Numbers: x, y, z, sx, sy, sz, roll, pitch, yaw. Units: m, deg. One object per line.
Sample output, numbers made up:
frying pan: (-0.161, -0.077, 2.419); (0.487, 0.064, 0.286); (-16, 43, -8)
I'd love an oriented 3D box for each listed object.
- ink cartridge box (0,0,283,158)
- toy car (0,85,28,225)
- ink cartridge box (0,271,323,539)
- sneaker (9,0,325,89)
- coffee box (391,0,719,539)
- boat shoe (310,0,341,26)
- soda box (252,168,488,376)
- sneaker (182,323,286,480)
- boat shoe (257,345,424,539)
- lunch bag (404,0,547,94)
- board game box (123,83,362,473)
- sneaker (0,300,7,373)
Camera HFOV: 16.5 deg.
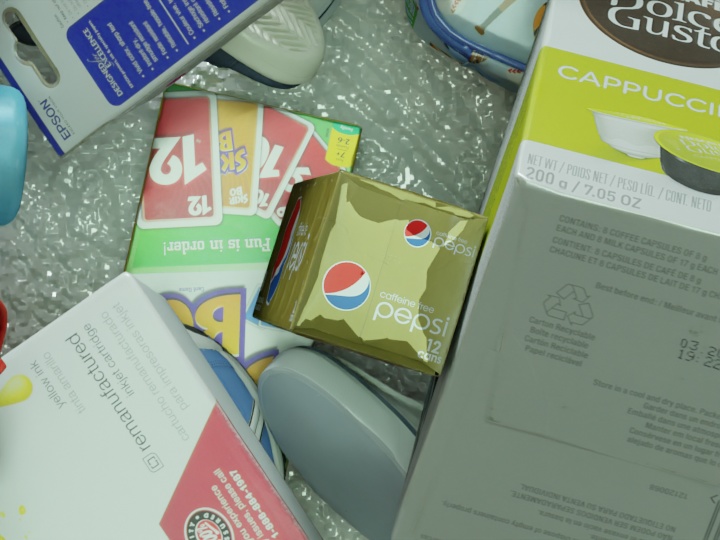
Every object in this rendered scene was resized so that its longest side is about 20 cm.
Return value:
ink cartridge box: (-0.078, -0.140, 1.047); (0.200, 0.037, 0.095); (-34, 90, 24)
toy car: (-0.251, -0.093, 1.108); (0.183, 0.177, 0.201); (4, 59, -15)
ink cartridge box: (-0.133, 0.119, 1.039); (0.200, 0.083, 0.146); (-35, 81, 0)
sneaker: (-0.110, -0.126, 1.127); (0.199, 0.075, 0.085); (33, 122, 10)
coffee box: (0.144, 0.009, 1.037); (0.199, 0.198, 0.201); (16, 128, 1)
boat shoe: (-0.022, -0.202, 1.142); (0.073, 0.067, 0.201); (13, 88, -2)
soda box: (0.000, 0.000, 1.050); (0.064, 0.200, 0.068); (18, 88, -7)
sneaker: (-0.065, 0.119, 1.108); (0.075, 0.077, 0.201); (-16, 99, 5)
boat shoe: (0.039, 0.097, 1.126); (0.200, 0.073, 0.065); (45, 54, -12)
lunch bag: (0.124, -0.147, 1.144); (0.199, 0.076, 0.161); (25, 88, -5)
board game box: (-0.067, 0.020, 1.157); (0.095, 0.030, 0.201); (12, 91, -3)
sneaker: (-0.198, -0.005, 0.969); (0.107, 0.067, 0.203); (-9, 103, 3)
